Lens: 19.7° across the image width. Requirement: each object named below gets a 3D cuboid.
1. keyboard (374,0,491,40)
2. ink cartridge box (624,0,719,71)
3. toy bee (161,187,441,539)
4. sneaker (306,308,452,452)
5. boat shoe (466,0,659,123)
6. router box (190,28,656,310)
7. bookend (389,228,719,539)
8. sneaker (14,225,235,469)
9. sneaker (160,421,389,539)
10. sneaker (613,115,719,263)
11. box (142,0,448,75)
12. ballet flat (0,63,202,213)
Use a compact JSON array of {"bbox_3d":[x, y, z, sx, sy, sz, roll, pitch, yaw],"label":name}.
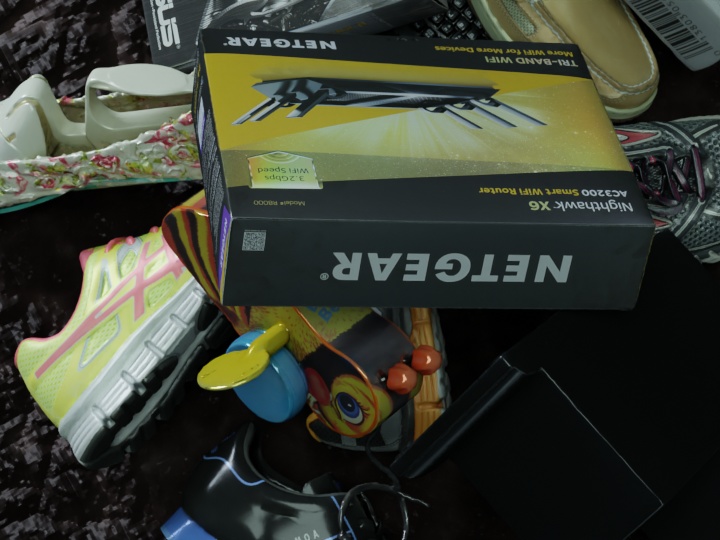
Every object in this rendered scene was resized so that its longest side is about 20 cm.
[{"bbox_3d":[0.013,-0.167,1.139,0.200,0.040,0.104,44,84,8],"label":"keyboard"},{"bbox_3d":[0.174,-0.233,1.107,0.162,0.057,0.201,42,54,-20],"label":"ink cartridge box"},{"bbox_3d":[-0.007,0.033,1.010,0.200,0.108,0.131,39,58,-17],"label":"toy bee"},{"bbox_3d":[0.000,0.000,1.095,0.076,0.078,0.202,-8,81,7],"label":"sneaker"},{"bbox_3d":[0.092,-0.168,1.103,0.200,0.076,0.071,48,51,11],"label":"boat shoe"},{"bbox_3d":[0.024,-0.050,0.992,0.198,0.053,0.158,0,38,-12],"label":"router box"},{"bbox_3d":[0.151,0.106,1.006,0.200,0.198,0.092,48,125,7],"label":"bookend"},{"bbox_3d":[-0.105,0.003,1.099,0.090,0.078,0.200,38,77,21],"label":"sneaker"},{"bbox_3d":[-0.006,0.158,1.072,0.199,0.070,0.078,34,91,8],"label":"sneaker"},{"bbox_3d":[0.135,-0.039,1.097,0.198,0.075,0.081,-10,80,-1],"label":"sneaker"},{"bbox_3d":[-0.049,-0.215,1.116,0.157,0.048,0.202,-14,78,19],"label":"box"},{"bbox_3d":[-0.144,-0.077,1.099,0.198,0.064,0.076,-9,40,12],"label":"ballet flat"}]
